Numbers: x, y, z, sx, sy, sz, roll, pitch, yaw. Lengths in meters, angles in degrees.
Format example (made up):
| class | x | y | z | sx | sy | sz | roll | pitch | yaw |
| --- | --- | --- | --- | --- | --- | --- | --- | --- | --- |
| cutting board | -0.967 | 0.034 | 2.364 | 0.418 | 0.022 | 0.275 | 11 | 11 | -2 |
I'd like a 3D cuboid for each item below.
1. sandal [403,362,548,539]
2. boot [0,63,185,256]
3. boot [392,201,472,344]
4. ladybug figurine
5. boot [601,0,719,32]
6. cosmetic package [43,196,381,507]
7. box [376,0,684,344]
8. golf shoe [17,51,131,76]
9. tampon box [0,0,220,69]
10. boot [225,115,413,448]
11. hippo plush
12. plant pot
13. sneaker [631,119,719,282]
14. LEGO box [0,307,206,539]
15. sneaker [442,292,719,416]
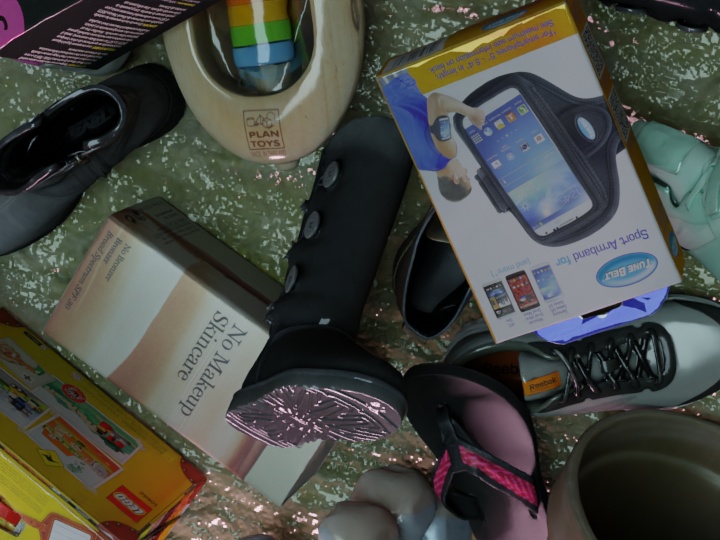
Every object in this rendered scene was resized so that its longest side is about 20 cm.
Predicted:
| class | x | y | z | sx | sy | sz | roll | pitch | yaw |
| --- | --- | --- | --- | --- | --- | --- | --- | --- | --- |
| sandal | 0.082 | 0.137 | 1.120 | 0.075 | 0.045 | 0.201 | -7 | 128 | 28 |
| boot | -0.216 | -0.069 | 1.166 | 0.200 | 0.132 | 0.070 | -39 | 90 | 21 |
| boot | 0.082 | -0.043 | 1.093 | 0.074 | 0.097 | 0.201 | 27 | 110 | -5 |
| ladybug figurine | -0.057 | -0.164 | 1.127 | 0.135 | 0.072 | 0.201 | -1 | 101 | 18 |
| boot | 0.179 | -0.167 | 0.999 | 0.199 | 0.165 | 0.066 | 21 | 100 | 11 |
| cosmetic package | -0.096 | 0.052 | 1.179 | 0.200 | 0.087 | 0.104 | 34 | 108 | 7 |
| box | 0.103 | -0.047 | 1.017 | 0.119 | 0.042 | 0.201 | -20 | 105 | 20 |
| golf shoe | -0.247 | -0.189 | 1.172 | 0.199 | 0.091 | 0.076 | 24 | 110 | 12 |
| tampon box | -0.134 | -0.230 | 1.035 | 0.199 | 0.126 | 0.151 | -25 | 82 | 21 |
| boot | -0.001 | 0.000 | 1.063 | 0.066 | 0.201 | 0.165 | 34 | 156 | -26 |
| hippo plush | -0.017 | 0.215 | 1.186 | 0.160 | 0.160 | 0.200 | -2 | 145 | 35 |
| plant pot | 0.184 | 0.215 | 1.092 | 0.199 | 0.200 | 0.174 | 32 | 126 | 8 |
| sneaker | 0.202 | -0.056 | 1.019 | 0.118 | 0.201 | 0.074 | 33 | 70 | 14 |
| LEGO box | -0.223 | 0.129 | 1.203 | 0.200 | 0.149 | 0.077 | 39 | 110 | 6 |
| sneaker | 0.145 | 0.062 | 1.112 | 0.199 | 0.079 | 0.074 | -8 | 98 | 17 |
